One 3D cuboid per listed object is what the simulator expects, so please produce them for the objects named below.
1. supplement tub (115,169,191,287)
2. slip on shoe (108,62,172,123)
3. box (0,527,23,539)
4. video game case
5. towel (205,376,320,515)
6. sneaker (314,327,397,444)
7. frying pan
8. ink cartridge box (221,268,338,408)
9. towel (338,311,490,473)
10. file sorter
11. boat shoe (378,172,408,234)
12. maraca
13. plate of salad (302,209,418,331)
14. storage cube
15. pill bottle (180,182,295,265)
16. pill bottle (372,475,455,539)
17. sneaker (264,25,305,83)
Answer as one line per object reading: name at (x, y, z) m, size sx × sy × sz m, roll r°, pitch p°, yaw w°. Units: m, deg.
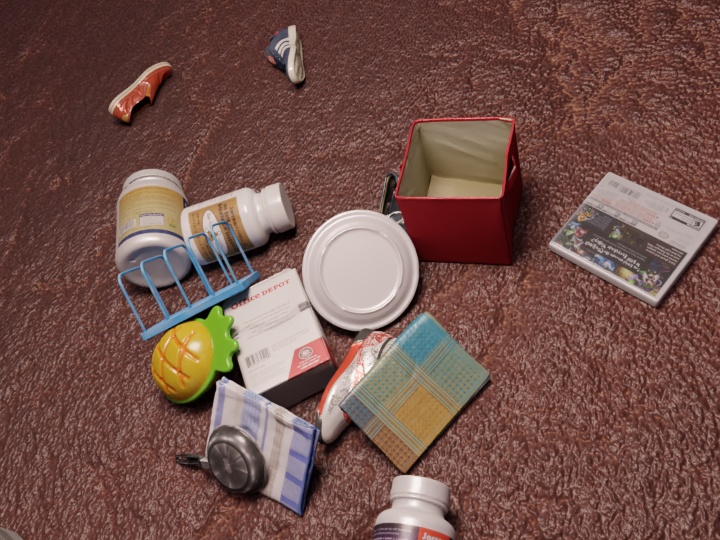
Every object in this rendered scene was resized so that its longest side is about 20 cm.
supplement tub at (-0.405, -0.085, 1.364) m, size 0.142 × 0.145 × 0.202 m, roll -18°, pitch 53°, yaw 6°
slip on shoe at (-0.527, -0.434, 1.705) m, size 0.061 × 0.074 × 0.201 m, roll 37°, pitch 64°, yaw -1°
box at (-0.567, 0.475, 0.998) m, size 0.198 × 0.200 × 0.172 m, roll 24°, pitch 67°, yaw 31°
video game case at (0.441, -0.057, 1.135) m, size 0.199 × 0.023 × 0.182 m, roll 34°, pitch 72°, yaw 33°
towel at (-0.155, 0.266, 1.062) m, size 0.198 × 0.024 × 0.149 m, roll 20°, pitch 105°, yaw 28°
sneaker at (0.013, 0.187, 1.083) m, size 0.106 × 0.068 × 0.203 m, roll 13°, pitch 59°, yaw 28°
frying pan at (-0.225, 0.282, 1.075) m, size 0.187 × 0.117 × 0.031 m, roll 14°, pitch 22°, yaw 25°
ink cartridge box at (-0.134, 0.118, 1.171) m, size 0.145 × 0.083 × 0.202 m, roll -25°, pitch 53°, yaw 0°
towel at (0.082, 0.181, 1.051) m, size 0.147 × 0.022 × 0.200 m, roll 44°, pitch 77°, yaw 2°
file sorter at (-0.302, 0.013, 1.228) m, size 0.198 × 0.139 × 0.124 m, roll -27°, pitch 95°, yaw 6°
boat shoe at (0.057, -0.086, 1.242) m, size 0.074 × 0.062 × 0.203 m, roll -14°, pitch 53°, yaw 42°
maraca at (-0.276, 0.143, 1.169) m, size 0.199 × 0.106 × 0.139 m, roll -31°, pitch 65°, yaw 28°
plate of salad at (0.000, 0.000, 1.178) m, size 0.196 × 0.048 × 0.204 m, roll 0°, pitch 88°, yaw -2°
storage cube at (0.172, -0.133, 1.180) m, size 0.197 × 0.181 × 0.173 m, roll 2°, pitch 57°, yaw 21°
pill bottle at (-0.231, -0.093, 1.330) m, size 0.197 × 0.115 × 0.116 m, roll -18°, pitch 52°, yaw 6°
pill bottle at (0.065, 0.379, 0.904) m, size 0.109 × 0.112 × 0.203 m, roll 1°, pitch 57°, yaw 19°
sneaker at (-0.179, -0.491, 1.617) m, size 0.083 × 0.076 × 0.202 m, roll -14°, pitch 43°, yaw 7°
